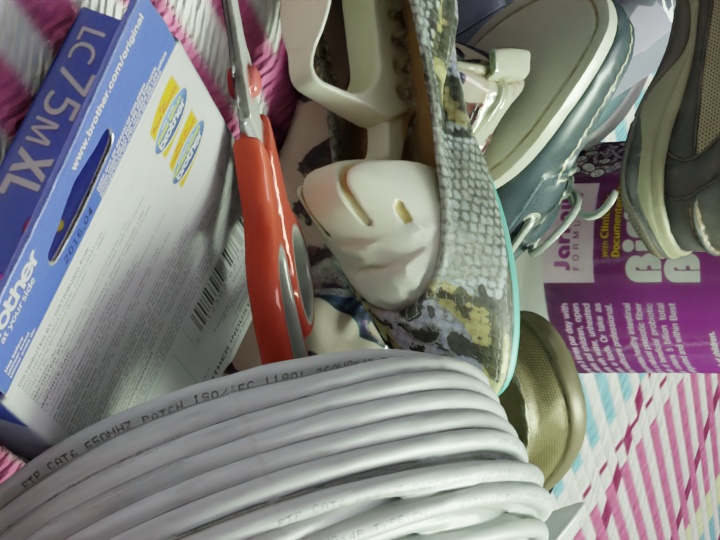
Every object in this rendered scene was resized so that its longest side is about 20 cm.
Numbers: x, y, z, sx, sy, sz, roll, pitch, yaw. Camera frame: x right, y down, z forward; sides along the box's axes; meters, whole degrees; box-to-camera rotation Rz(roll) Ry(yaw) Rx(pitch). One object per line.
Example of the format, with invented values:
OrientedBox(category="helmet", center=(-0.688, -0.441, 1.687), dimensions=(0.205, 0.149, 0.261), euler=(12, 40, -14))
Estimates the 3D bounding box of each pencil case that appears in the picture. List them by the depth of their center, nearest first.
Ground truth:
OrientedBox(category="pencil case", center=(0.000, 0.000, 0.810), dimensions=(0.078, 0.089, 0.201), euler=(8, 103, -60))

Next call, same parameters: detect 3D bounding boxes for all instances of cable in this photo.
OrientedBox(category="cable", center=(-0.037, 0.097, 0.685), dimensions=(0.199, 0.070, 0.200), euler=(-21, 159, -8))

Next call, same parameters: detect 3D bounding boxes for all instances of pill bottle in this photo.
OrientedBox(category="pill bottle", center=(0.137, -0.007, 1.010), dimensions=(0.112, 0.199, 0.113), euler=(-2, 90, -67))

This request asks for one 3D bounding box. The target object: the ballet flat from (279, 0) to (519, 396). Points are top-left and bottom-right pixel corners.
OrientedBox(category="ballet flat", center=(0.005, -0.048, 0.727), dimensions=(0.072, 0.072, 0.202), euler=(10, 71, -73))

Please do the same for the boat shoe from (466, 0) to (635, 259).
OrientedBox(category="boat shoe", center=(0.054, -0.032, 0.866), dimensions=(0.062, 0.075, 0.200), euler=(19, 119, -31))

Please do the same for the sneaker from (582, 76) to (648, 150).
OrientedBox(category="sneaker", center=(0.105, -0.162, 0.965), dimensions=(0.131, 0.079, 0.201), euler=(46, 57, -73))

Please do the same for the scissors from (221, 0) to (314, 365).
OrientedBox(category="scissors", center=(-0.034, -0.045, 0.662), dimensions=(0.073, 0.014, 0.201), euler=(-83, 166, -55))

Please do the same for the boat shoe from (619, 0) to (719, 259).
OrientedBox(category="boat shoe", center=(0.169, -0.095, 0.874), dimensions=(0.074, 0.073, 0.201), euler=(36, 66, -56))

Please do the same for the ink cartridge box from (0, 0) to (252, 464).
OrientedBox(category="ink cartridge box", center=(-0.079, 0.002, 0.658), dimensions=(0.200, 0.042, 0.120), euler=(68, 44, -70))

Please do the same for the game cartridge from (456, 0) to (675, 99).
OrientedBox(category="game cartridge", center=(0.111, -0.137, 0.910), dimensions=(0.199, 0.038, 0.130), euler=(-34, 139, -19))

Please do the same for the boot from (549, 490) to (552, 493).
OrientedBox(category="boot", center=(0.030, 0.158, 1.120), dimensions=(0.163, 0.073, 0.198), euler=(-68, 156, -10))

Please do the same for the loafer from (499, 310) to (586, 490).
OrientedBox(category="loafer", center=(0.019, 0.080, 0.875), dimensions=(0.067, 0.076, 0.200), euler=(-16, 164, -39))

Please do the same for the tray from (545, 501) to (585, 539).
OrientedBox(category="tray", center=(0.012, 0.170, 0.788), dimensions=(0.200, 0.022, 0.108), euler=(-48, 167, -22))
